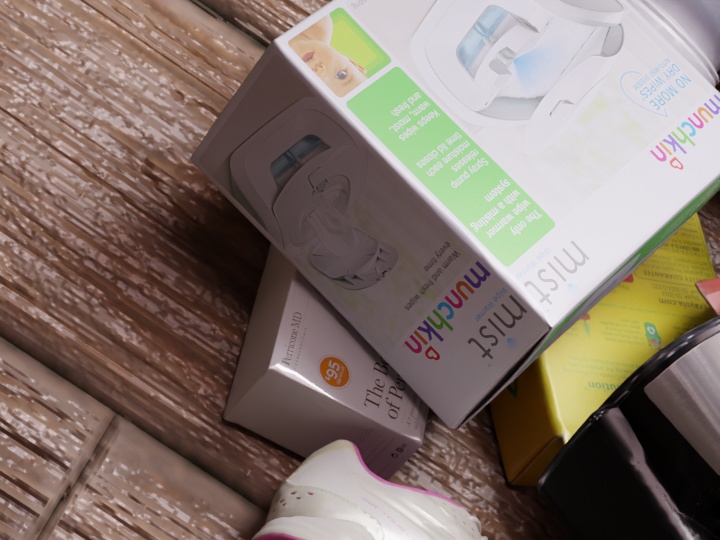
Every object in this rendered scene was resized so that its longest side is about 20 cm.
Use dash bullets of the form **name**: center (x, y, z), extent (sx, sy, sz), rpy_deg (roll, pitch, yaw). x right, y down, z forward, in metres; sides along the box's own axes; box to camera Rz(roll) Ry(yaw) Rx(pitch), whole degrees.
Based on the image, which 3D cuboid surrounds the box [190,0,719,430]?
- **box**: center (0.056, -0.055, 1.172), extent (0.176, 0.097, 0.200), rpy_deg (46, 46, 7)

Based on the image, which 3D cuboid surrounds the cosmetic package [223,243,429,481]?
- **cosmetic package**: center (0.000, 0.000, 1.197), extent (0.082, 0.051, 0.200), rpy_deg (25, 46, -14)

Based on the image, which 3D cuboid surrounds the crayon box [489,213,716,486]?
- **crayon box**: center (0.121, 0.040, 1.246), extent (0.127, 0.051, 0.200), rpy_deg (9, 52, -28)

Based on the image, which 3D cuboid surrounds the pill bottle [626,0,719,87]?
- **pill bottle**: center (0.201, -0.177, 1.266), extent (0.112, 0.200, 0.112), rpy_deg (43, 0, 0)

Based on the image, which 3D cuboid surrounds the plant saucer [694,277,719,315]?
- **plant saucer**: center (0.250, 0.077, 1.239), extent (0.200, 0.037, 0.200), rpy_deg (53, 10, 12)

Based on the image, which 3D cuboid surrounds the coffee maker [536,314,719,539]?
- **coffee maker**: center (0.171, 0.140, 1.096), extent (0.135, 0.192, 0.200), rpy_deg (-1, 51, -57)

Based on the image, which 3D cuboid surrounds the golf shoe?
- **golf shoe**: center (0.048, 0.142, 1.104), extent (0.200, 0.075, 0.092), rpy_deg (31, 42, -11)
